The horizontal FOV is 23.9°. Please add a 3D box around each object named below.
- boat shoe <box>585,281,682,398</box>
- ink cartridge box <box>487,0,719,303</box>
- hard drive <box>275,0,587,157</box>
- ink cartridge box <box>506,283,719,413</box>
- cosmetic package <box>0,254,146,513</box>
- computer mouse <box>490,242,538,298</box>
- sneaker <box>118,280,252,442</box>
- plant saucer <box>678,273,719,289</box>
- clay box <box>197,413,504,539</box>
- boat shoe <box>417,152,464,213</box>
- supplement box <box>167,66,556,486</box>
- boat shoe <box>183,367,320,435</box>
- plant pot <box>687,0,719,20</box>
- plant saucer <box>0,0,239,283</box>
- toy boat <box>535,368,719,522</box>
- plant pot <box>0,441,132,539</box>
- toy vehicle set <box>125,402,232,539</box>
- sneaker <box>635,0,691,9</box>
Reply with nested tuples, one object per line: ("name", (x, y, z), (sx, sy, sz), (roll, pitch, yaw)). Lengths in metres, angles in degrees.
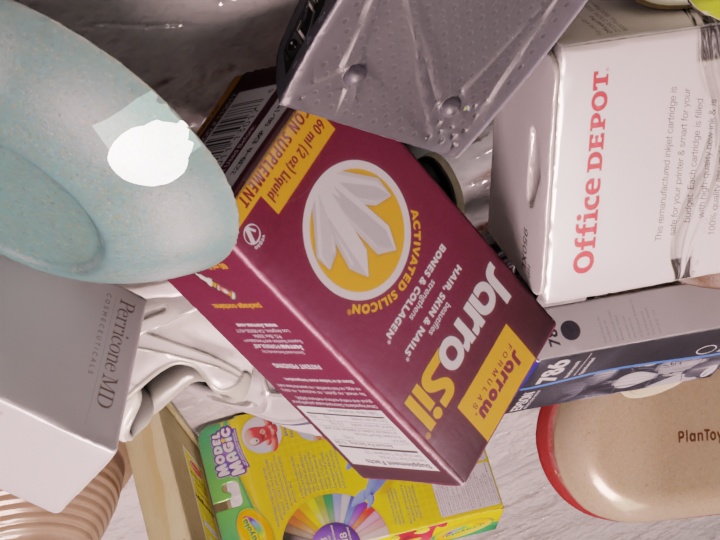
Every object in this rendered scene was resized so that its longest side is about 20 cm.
("boat shoe", (0.188, 0.024, 1.172), (0.071, 0.060, 0.200), (-19, 151, 8))
("ink cartridge box", (0.173, -0.078, 0.901), (0.198, 0.084, 0.146), (-9, 121, -16))
("hard drive", (0.053, -0.148, 0.764), (0.134, 0.042, 0.201), (12, 124, -43))
("ink cartridge box", (0.148, 0.050, 1.083), (0.198, 0.040, 0.100), (-8, 157, -14))
("cosmetic package", (-0.208, 0.025, 0.819), (0.199, 0.102, 0.074), (26, 134, -21))
("computer mouse", (0.101, 0.005, 1.113), (0.140, 0.046, 0.201), (-29, 158, -17))
("sneaker", (-0.150, 0.044, 0.937), (0.197, 0.101, 0.078), (-5, 163, 8))
("plant saucer", (0.266, -0.017, 1.050), (0.198, 0.037, 0.200), (-6, -172, 1))
("clay box", (-0.009, 0.148, 1.213), (0.198, 0.116, 0.048), (-12, 152, -11))
("boat shoe", (0.001, 0.002, 1.006), (0.063, 0.074, 0.202), (-10, 156, -31))
("supplement box", (-0.006, 0.005, 0.859), (0.085, 0.111, 0.200), (-2, 138, 51))
("boat shoe", (-0.064, 0.053, 0.992), (0.065, 0.074, 0.199), (21, 163, -39))
("plant pot", (0.204, -0.191, 0.650), (0.199, 0.201, 0.181), (10, 141, -43))
("plant saucer", (-0.150, -0.045, 0.745), (0.199, 0.039, 0.202), (22, 154, 11))
("toy boat", (0.218, 0.127, 1.336), (0.198, 0.132, 0.130), (1, 176, -31))
("plant pot", (-0.242, 0.165, 1.130), (0.198, 0.094, 0.201), (-13, 152, -7))
("toy vehicle set", (-0.116, 0.165, 1.168), (0.026, 0.125, 0.200), (-19, 152, 1))
("sneaker", (0.224, -0.180, 0.823), (0.198, 0.068, 0.090), (-10, 156, -9))
